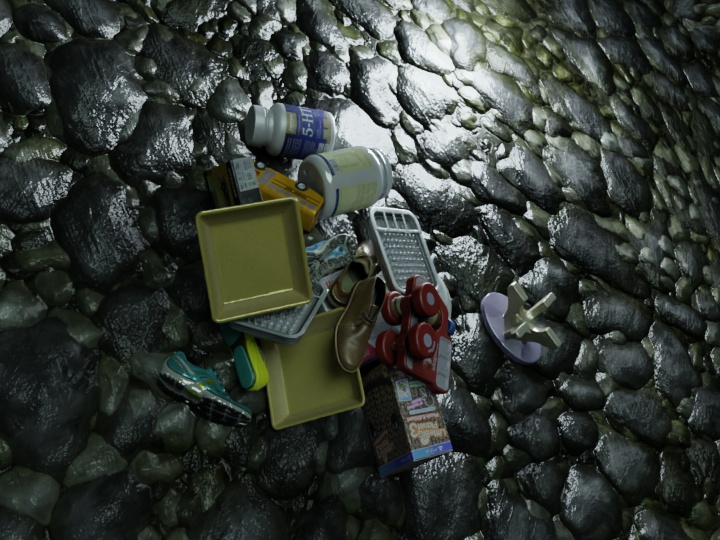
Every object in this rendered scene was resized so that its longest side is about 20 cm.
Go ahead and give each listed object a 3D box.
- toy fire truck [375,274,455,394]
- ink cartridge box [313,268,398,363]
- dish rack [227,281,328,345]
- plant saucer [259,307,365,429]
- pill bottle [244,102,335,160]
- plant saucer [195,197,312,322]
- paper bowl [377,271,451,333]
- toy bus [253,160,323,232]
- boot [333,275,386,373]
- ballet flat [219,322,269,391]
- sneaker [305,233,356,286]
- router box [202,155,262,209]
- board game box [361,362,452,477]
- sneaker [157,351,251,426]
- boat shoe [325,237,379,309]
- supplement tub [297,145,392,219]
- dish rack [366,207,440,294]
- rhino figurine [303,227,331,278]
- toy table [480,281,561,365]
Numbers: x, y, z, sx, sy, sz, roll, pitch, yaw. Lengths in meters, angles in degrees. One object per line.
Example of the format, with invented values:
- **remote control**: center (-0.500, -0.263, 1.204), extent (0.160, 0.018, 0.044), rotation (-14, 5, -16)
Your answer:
- **toy fire truck**: center (0.126, 0.124, 1.356), extent (0.166, 0.110, 0.205), rotation (33, 54, -37)
- **ink cartridge box**: center (-0.023, 0.105, 1.489), extent (0.143, 0.083, 0.204), rotation (-21, 76, -35)
- **dish rack**: center (-0.166, 0.075, 1.366), extent (0.167, 0.045, 0.201), rotation (15, 33, 9)
- **plant saucer**: center (-0.094, 0.199, 1.376), extent (0.194, 0.049, 0.206), rotation (-16, 67, 9)
- **pill bottle**: center (-0.167, -0.327, 1.614), extent (0.194, 0.120, 0.123), rotation (3, 63, -26)
- **plant saucer**: center (-0.202, -0.022, 1.297), extent (0.194, 0.048, 0.207), rotation (-11, 96, -18)
- **paper bowl**: center (0.121, 0.069, 1.574), extent (0.195, 0.104, 0.207), rotation (13, 61, -23)
- **toy bus**: center (-0.180, -0.167, 1.526), extent (0.196, 0.066, 0.079), rotation (27, 45, 4)
- **boot**: center (0.001, 0.099, 1.331), extent (0.072, 0.075, 0.205), rotation (29, 58, -24)
- **ballet flat**: center (-0.232, 0.145, 1.375), extent (0.066, 0.066, 0.204), rotation (3, 58, -50)
- **sneaker**: center (-0.104, -0.011, 1.423), extent (0.196, 0.089, 0.081), rotation (-22, 96, -23)
- **router box**: center (-0.249, -0.117, 1.396), extent (0.051, 0.156, 0.206), rotation (-17, 97, -32)
- **board game box**: center (0.085, 0.296, 1.401), extent (0.094, 0.160, 0.205), rotation (-5, 67, -28)
- **sneaker**: center (-0.285, 0.223, 1.297), extent (0.198, 0.078, 0.081), rotation (35, 45, -7)
- **boat shoe**: center (0.000, 0.000, 1.458), extent (0.075, 0.074, 0.202), rotation (37, 52, -5)
- **supplement tub**: center (-0.035, -0.210, 1.607), extent (0.196, 0.145, 0.148), rotation (-17, 73, -33)
- **dish rack**: center (0.087, -0.035, 1.494), extent (0.169, 0.043, 0.205), rotation (1, 64, -49)
- **rhino figurine**: center (-0.119, -0.055, 1.532), extent (0.085, 0.061, 0.204), rotation (-6, 55, -18)
- **toy table**: center (0.396, 0.127, 1.683), extent (0.199, 0.117, 0.185), rotation (43, 54, -3)
